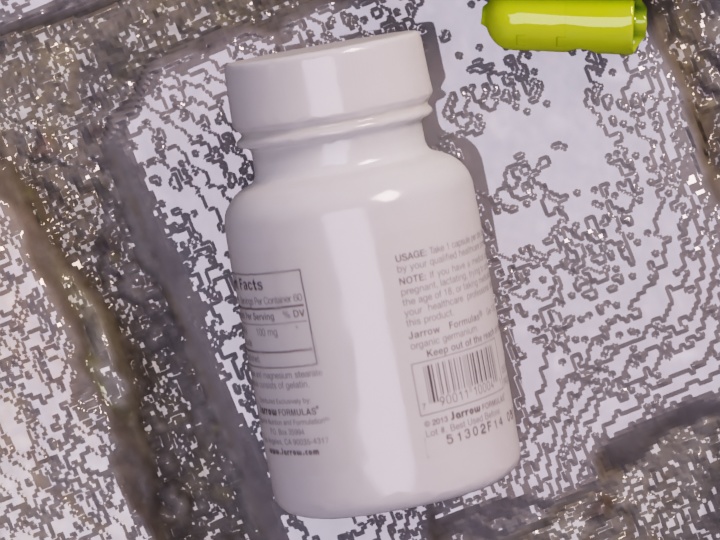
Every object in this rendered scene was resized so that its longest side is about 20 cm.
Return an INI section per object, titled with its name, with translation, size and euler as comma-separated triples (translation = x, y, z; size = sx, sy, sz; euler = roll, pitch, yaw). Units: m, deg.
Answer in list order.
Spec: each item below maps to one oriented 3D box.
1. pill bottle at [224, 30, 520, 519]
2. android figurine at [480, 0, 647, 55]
[pill bottle]
translation = 0.000, 0.000, 1.312
size = 0.114, 0.114, 0.201
euler = -10, 96, 6
[android figurine]
translation = 0.088, -0.188, 1.320
size = 0.199, 0.041, 0.183
euler = 1, 97, 4
